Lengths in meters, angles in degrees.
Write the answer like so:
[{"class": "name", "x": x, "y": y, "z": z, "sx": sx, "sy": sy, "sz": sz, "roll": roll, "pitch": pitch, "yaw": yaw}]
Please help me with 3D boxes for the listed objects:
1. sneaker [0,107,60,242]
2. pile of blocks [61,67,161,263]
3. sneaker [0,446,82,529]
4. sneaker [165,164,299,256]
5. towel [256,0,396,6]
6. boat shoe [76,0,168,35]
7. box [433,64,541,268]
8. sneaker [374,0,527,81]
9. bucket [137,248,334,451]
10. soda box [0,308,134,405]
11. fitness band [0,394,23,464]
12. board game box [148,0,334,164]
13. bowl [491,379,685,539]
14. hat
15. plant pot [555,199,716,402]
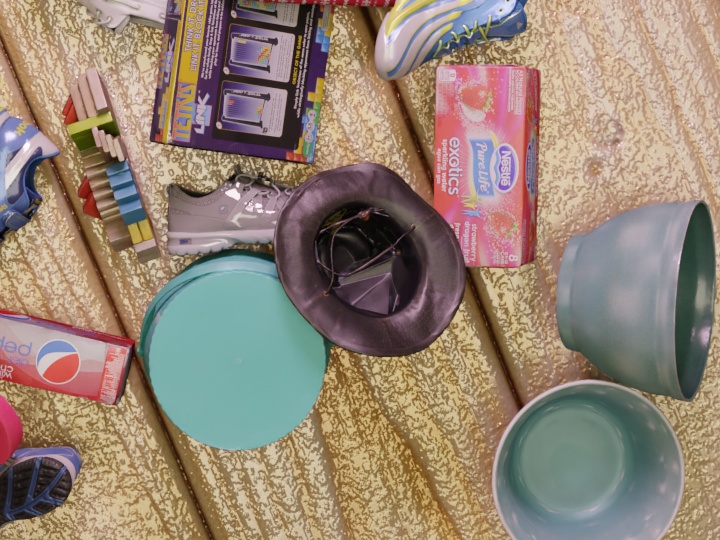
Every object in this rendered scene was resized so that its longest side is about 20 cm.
[{"class": "sneaker", "x": -0.371, "y": -0.059, "z": 1.658, "sx": 0.081, "sy": 0.074, "sz": 0.202, "roll": 23, "pitch": 95, "yaw": -8}, {"class": "pile of blocks", "x": -0.262, "y": -0.098, "z": 1.657, "sx": 0.061, "sy": 0.082, "sz": 0.202, "roll": -19, "pitch": 97, "yaw": -2}, {"class": "sneaker", "x": -0.372, "y": 0.232, "z": 1.689, "sx": 0.198, "sy": 0.077, "sz": 0.077, "roll": -16, "pitch": 100, "yaw": 15}, {"class": "sneaker", "x": -0.106, "y": -0.069, "z": 1.673, "sx": 0.197, "sy": 0.075, "sz": 0.083, "roll": -11, "pitch": 98, "yaw": -2}, {"class": "towel", "x": -0.032, "y": -0.325, "z": 1.585, "sx": 0.197, "sy": 0.023, "sz": 0.146, "roll": 0, "pitch": 122, "yaw": -19}, {"class": "boat shoe", "x": -0.242, "y": -0.270, "z": 1.645, "sx": 0.197, "sy": 0.074, "sz": 0.068, "roll": 6, "pitch": 92, "yaw": -5}, {"class": "box", "x": 0.129, "y": -0.106, "z": 1.664, "sx": 0.094, "sy": 0.100, "sz": 0.203, "roll": 3, "pitch": 95, "yaw": 15}, {"class": "sneaker", "x": 0.101, "y": -0.252, "z": 1.626, "sx": 0.104, "sy": 0.076, "sz": 0.200, "roll": 25, "pitch": 62, "yaw": 29}, {"class": "bucket", "x": -0.124, "y": 0.080, "z": 1.657, "sx": 0.204, "sy": 0.135, "sz": 0.210, "roll": -1, "pitch": 95, "yaw": -6}, {"class": "soda box", "x": -0.333, "y": 0.082, "z": 1.675, "sx": 0.198, "sy": 0.070, "sz": 0.064, "roll": 14, "pitch": 94, "yaw": -4}, {"class": "fitness band", "x": -0.426, "y": 0.125, "z": 1.639, "sx": 0.198, "sy": 0.038, "sz": 0.145, "roll": 21, "pitch": 138, "yaw": 14}, {"class": "board game box", "x": -0.115, "y": -0.216, "z": 1.642, "sx": 0.164, "sy": 0.057, "sz": 0.203, "roll": 7, "pitch": 95, "yaw": -27}, {"class": "bowl", "x": 0.228, "y": 0.205, "z": 1.710, "sx": 0.198, "sy": 0.105, "sz": 0.204, "roll": 0, "pitch": 95, "yaw": -3}, {"class": "hat", "x": 0.000, "y": 0.000, "z": 1.622, "sx": 0.198, "sy": 0.081, "sz": 0.203, "roll": 6, "pitch": 71, "yaw": -16}, {"class": "plant pot", "x": 0.276, "y": 0.026, "z": 1.667, "sx": 0.133, "sy": 0.200, "sz": 0.203, "roll": 5, "pitch": 96, "yaw": 23}]
